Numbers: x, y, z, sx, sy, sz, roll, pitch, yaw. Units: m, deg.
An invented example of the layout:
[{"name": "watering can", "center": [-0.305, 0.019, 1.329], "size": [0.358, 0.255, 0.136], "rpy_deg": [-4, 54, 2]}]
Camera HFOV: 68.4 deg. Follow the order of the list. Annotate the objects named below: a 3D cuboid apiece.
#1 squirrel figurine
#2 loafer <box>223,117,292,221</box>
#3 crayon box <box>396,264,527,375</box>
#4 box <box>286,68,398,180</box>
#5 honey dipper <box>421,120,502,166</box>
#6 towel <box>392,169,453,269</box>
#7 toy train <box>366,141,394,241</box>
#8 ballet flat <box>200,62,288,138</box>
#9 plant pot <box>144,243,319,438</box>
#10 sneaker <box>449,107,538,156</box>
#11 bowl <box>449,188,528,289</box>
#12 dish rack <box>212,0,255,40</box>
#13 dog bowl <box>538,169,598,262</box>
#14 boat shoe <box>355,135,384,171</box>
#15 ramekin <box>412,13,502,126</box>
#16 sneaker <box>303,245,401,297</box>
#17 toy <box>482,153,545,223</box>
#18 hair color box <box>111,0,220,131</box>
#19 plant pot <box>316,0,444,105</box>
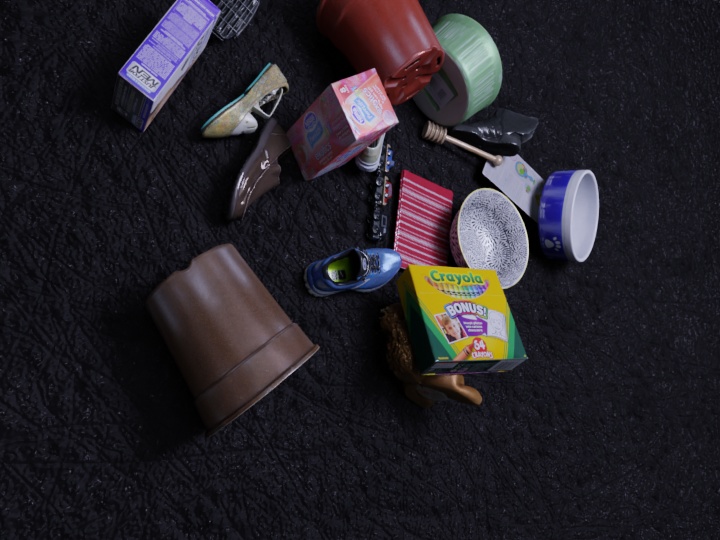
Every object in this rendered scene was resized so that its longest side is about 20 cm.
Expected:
[{"name": "squirrel figurine", "center": [0.129, 0.125, 0.967], "size": [0.197, 0.140, 0.192], "rpy_deg": [33, 57, -23]}, {"name": "loafer", "center": [-0.165, -0.164, 0.887], "size": [0.070, 0.072, 0.206], "rpy_deg": [30, 65, -20]}, {"name": "crayon box", "center": [0.173, 0.083, 0.915], "size": [0.193, 0.059, 0.178], "rpy_deg": [3, 57, -27]}, {"name": "box", "center": [-0.039, -0.243, 0.909], "size": [0.101, 0.198, 0.097], "rpy_deg": [-30, 95, -30]}, {"name": "honey dipper", "center": [0.225, -0.271, 1.152], "size": [0.193, 0.038, 0.039], "rpy_deg": [18, 69, -16]}, {"name": "towel", "center": [0.127, -0.090, 1.080], "size": [0.140, 0.022, 0.208], "rpy_deg": [17, 72, -29]}, {"name": "toy train", "center": [0.042, -0.156, 1.035], "size": [0.044, 0.034, 0.209], "rpy_deg": [13, 72, -29]}, {"name": "ballet flat", "center": [-0.188, -0.276, 0.906], "size": [0.071, 0.070, 0.202], "rpy_deg": [43, 59, -15]}, {"name": "plant pot", "center": [-0.189, 0.088, 0.754], "size": [0.198, 0.199, 0.202], "rpy_deg": [-35, 90, -32]}, {"name": "sneaker", "center": [0.298, -0.317, 1.186], "size": [0.192, 0.061, 0.108], "rpy_deg": [14, 63, 3]}, {"name": "bowl", "center": [0.249, -0.056, 1.103], "size": [0.194, 0.093, 0.210], "rpy_deg": [8, 74, -29]}, {"name": "dish rack", "center": [-0.274, -0.496, 0.912], "size": [0.198, 0.054, 0.157], "rpy_deg": [37, 64, -21]}, {"name": "dog bowl", "center": [0.484, -0.126, 1.227], "size": [0.196, 0.077, 0.209], "rpy_deg": [-10, 103, -49]}, {"name": "boat shoe", "center": [0.026, -0.287, 1.020], "size": [0.069, 0.062, 0.207], "rpy_deg": [8, 62, -12]}, {"name": "ramekin", "center": [0.183, -0.401, 1.088], "size": [0.097, 0.199, 0.203], "rpy_deg": [-40, 100, -23]}, {"name": "sneaker", "center": [0.000, 0.000, 0.941], "size": [0.194, 0.088, 0.082], "rpy_deg": [-14, 86, -33]}, {"name": "toy", "center": [0.358, -0.199, 1.230], "size": [0.197, 0.047, 0.118], "rpy_deg": [35, 62, -13]}, {"name": "hair color box", "center": [-0.301, -0.328, 0.822], "size": [0.064, 0.108, 0.205], "rpy_deg": [35, 64, -20]}, {"name": "plant pot", "center": [0.047, -0.433, 0.983], "size": [0.197, 0.201, 0.199], "rpy_deg": [-26, 80, -32]}]
